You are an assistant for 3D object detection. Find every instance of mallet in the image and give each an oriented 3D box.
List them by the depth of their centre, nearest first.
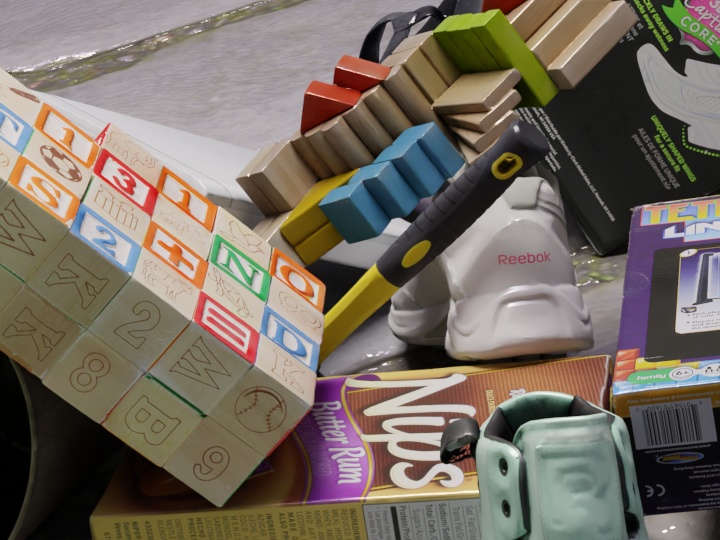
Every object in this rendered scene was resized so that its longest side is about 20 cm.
[{"bbox_3d":[0.000,0.000,1.022,0.066,0.200,0.041,33,32,-7],"label":"mallet"}]

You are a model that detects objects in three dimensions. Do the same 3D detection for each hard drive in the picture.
[{"bbox_3d":[-0.064,-0.040,1.180,0.132,0.027,0.200,27,8,33],"label":"hard drive"}]

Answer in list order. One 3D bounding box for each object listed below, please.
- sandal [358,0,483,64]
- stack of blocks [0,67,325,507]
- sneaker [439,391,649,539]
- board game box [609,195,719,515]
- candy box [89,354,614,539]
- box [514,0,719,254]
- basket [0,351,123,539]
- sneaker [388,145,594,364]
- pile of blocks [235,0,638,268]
[{"bbox_3d":[0.010,-0.090,1.264,0.043,0.200,0.076,24,53,-15],"label":"sandal"},{"bbox_3d":[-0.110,-0.010,0.946,0.059,0.200,0.115,-48,14,19],"label":"stack of blocks"},{"bbox_3d":[0.071,0.115,0.808,0.074,0.118,0.200,-10,24,-5],"label":"sneaker"},{"bbox_3d":[0.199,0.020,0.920,0.200,0.057,0.165,-7,24,13],"label":"board game box"},{"bbox_3d":[0.003,0.088,0.982,0.200,0.057,0.117,-4,23,11],"label":"candy box"},{"bbox_3d":[0.172,-0.130,1.246,0.200,0.124,0.149,-30,20,14],"label":"box"},{"bbox_3d":[-0.160,0.046,1.048,0.180,0.136,0.200,-46,-4,28],"label":"basket"},{"bbox_3d":[0.060,-0.013,1.096,0.078,0.099,0.200,-3,2,-13],"label":"sneaker"},{"bbox_3d":[0.021,-0.072,1.051,0.200,0.062,0.082,-38,19,4],"label":"pile of blocks"}]
